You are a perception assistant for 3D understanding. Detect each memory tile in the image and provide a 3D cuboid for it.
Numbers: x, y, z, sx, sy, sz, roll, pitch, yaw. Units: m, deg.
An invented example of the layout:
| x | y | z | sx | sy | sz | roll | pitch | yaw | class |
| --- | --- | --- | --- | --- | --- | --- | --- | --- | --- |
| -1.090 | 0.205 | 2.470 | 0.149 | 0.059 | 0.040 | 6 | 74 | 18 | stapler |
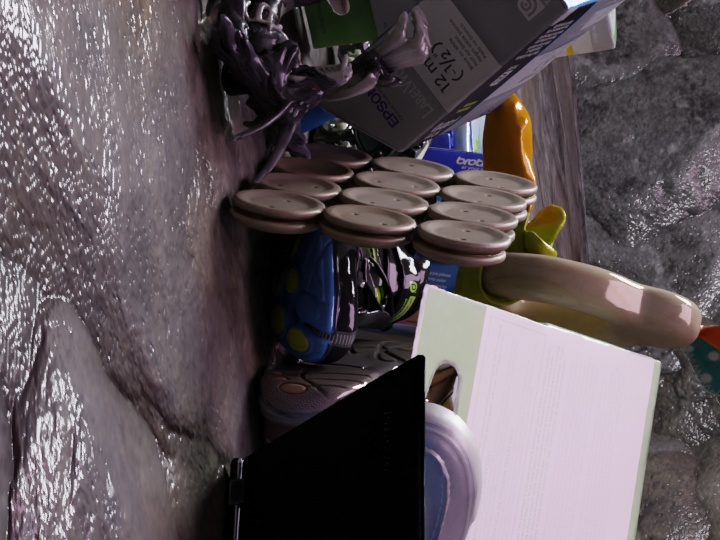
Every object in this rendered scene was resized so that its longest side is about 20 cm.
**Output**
| x | y | z | sx | sy | sz | roll | pitch | yaw | class |
| --- | --- | --- | --- | --- | --- | --- | --- | --- | --- |
| 0.016 | -0.038 | 1.337 | 0.200 | 0.152 | 0.017 | -52 | 151 | -74 | memory tile |

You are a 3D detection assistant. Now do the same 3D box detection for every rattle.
| x | y | z | sx | sy | sz | roll | pitch | yaw | class |
| --- | --- | --- | --- | --- | --- | --- | --- | --- | --- |
| 0.164 | -0.012 | 1.497 | 0.131 | 0.198 | 0.144 | 87 | 14 | -60 | rattle |

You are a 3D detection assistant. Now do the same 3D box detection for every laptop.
| x | y | z | sx | sy | sz | roll | pitch | yaw | class |
| --- | --- | --- | --- | --- | --- | --- | --- | --- | --- |
| -0.006 | 0.178 | 1.165 | 0.201 | 0.115 | 0.188 | 71 | 16 | -50 | laptop |

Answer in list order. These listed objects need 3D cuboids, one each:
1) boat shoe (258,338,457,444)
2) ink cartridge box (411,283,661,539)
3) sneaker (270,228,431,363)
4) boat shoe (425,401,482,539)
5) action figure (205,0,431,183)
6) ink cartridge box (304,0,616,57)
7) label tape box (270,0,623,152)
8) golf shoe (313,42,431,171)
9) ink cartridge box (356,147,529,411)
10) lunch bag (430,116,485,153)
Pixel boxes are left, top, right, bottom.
| x | y | z | sx | sy | sz | roll | pitch | yaw | class |
| --- | --- | --- | --- | --- | --- | --- | --- | --- | --- |
| -0.001 | 0.081 | 1.359 | 0.200 | 0.075 | 0.072 | -16 | 109 | -61 | boat shoe |
| 0.084 | 0.100 | 1.395 | 0.199 | 0.048 | 0.147 | 18 | 78 | -37 | ink cartridge box |
| 0.000 | 0.000 | 1.383 | 0.071 | 0.082 | 0.200 | -64 | -179 | 20 | sneaker |
| 0.008 | 0.160 | 1.275 | 0.069 | 0.072 | 0.201 | -66 | -179 | -56 | boat shoe |
| -0.027 | -0.144 | 1.297 | 0.119 | 0.101 | 0.201 | 50 | 31 | -46 | action figure |
| 0.054 | -0.181 | 1.502 | 0.059 | 0.198 | 0.104 | -80 | 160 | -55 | ink cartridge box |
| 0.057 | -0.123 | 1.410 | 0.066 | 0.200 | 0.143 | 51 | 27 | 6 | label tape box |
| 0.015 | -0.084 | 1.589 | 0.200 | 0.076 | 0.089 | -77 | 167 | -59 | golf shoe |
| 0.062 | 0.014 | 1.617 | 0.137 | 0.076 | 0.201 | 75 | 33 | -44 | ink cartridge box |
| 0.066 | -0.033 | 1.819 | 0.161 | 0.082 | 0.202 | 47 | 38 | -75 | lunch bag |
